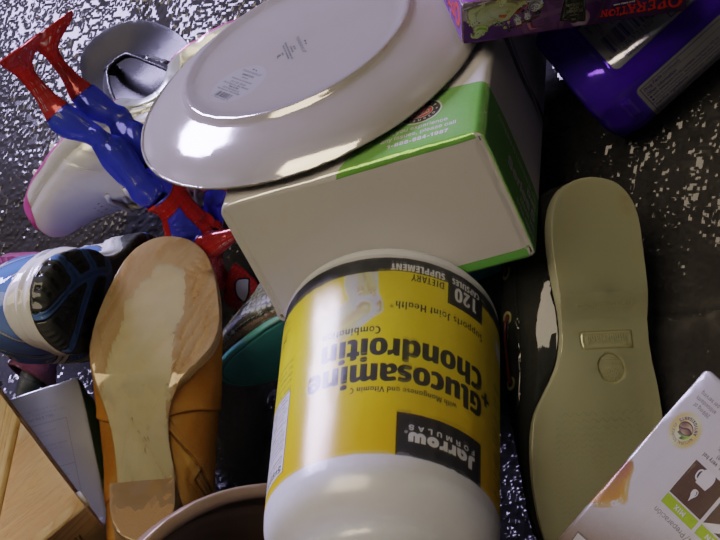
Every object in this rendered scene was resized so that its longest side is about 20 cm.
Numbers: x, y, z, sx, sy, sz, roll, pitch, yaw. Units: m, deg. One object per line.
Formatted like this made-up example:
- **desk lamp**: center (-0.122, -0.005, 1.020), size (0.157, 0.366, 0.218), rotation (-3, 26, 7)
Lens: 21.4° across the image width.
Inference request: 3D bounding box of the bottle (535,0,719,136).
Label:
- **bottle**: center (0.189, -0.164, 1.030), size (0.200, 0.065, 0.084), rotation (-43, 43, 10)

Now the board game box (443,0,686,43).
- **board game box**: center (0.089, -0.191, 1.028), size (0.119, 0.032, 0.200), rotation (-6, 39, -8)

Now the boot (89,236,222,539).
- **boot**: center (-0.111, 0.098, 1.072), size (0.070, 0.144, 0.202), rotation (1, 58, 1)

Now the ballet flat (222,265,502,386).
- **ballet flat**: center (0.000, 0.000, 1.084), size (0.200, 0.072, 0.072), rotation (-26, 57, 17)

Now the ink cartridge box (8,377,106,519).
- **ink cartridge box**: center (-0.184, 0.172, 1.088), size (0.103, 0.059, 0.201), rotation (-16, 63, -1)

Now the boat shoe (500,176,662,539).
- **boat shoe**: center (0.110, 0.055, 0.989), size (0.063, 0.073, 0.202), rotation (152, 122, -64)

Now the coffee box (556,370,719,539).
- **coffee box**: center (0.140, 0.159, 0.884), size (0.200, 0.114, 0.080), rotation (-49, 51, 4)

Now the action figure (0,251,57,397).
- **action figure**: center (-0.228, 0.010, 1.166), size (0.134, 0.199, 0.149), rotation (-117, 33, -43)

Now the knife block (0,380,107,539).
- **knife block**: center (-0.233, 0.157, 1.034), size (0.175, 0.064, 0.200), rotation (-37, 65, -10)

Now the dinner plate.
- **dinner plate**: center (-0.030, -0.112, 1.012), size (0.199, 0.024, 0.200), rotation (-20, 32, 14)

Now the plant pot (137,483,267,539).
- **plant pot**: center (-0.054, 0.214, 0.974), size (0.093, 0.200, 0.202), rotation (148, 135, -63)

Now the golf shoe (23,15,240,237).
- **golf shoe**: center (-0.117, -0.069, 1.157), size (0.200, 0.075, 0.092), rotation (-35, 71, 16)

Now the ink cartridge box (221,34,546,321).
- **ink cartridge box**: center (0.020, -0.080, 1.030), size (0.145, 0.084, 0.200), rotation (-15, 34, 20)

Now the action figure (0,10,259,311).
- **action figure**: center (-0.106, -0.067, 1.091), size (0.099, 0.200, 0.065), rotation (-29, 13, 30)

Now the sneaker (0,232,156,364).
- **sneaker**: center (-0.166, 0.016, 1.105), size (0.077, 0.200, 0.076), rotation (-5, 84, 18)

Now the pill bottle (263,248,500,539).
- **pill bottle**: center (0.012, 0.095, 0.917), size (0.112, 0.112, 0.201), rotation (-22, 41, 25)

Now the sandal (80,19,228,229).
- **sandal**: center (-0.123, -0.105, 1.230), size (0.076, 0.043, 0.200), rotation (-48, 51, 6)
